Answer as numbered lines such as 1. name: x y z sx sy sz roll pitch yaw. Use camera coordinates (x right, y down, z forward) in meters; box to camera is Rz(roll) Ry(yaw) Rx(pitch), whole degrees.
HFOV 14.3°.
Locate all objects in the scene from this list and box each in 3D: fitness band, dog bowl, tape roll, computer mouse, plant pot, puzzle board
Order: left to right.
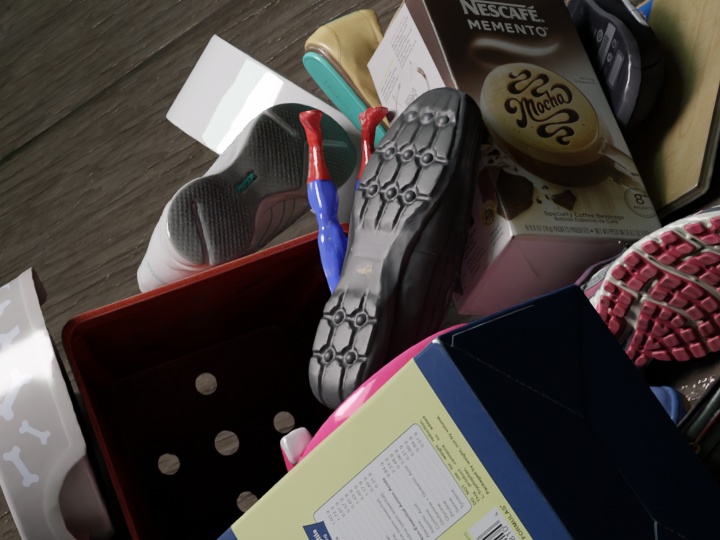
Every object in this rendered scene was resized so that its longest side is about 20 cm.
1. dog bowl: -0.194 0.102 1.765 0.058 0.201 0.200 -20 25 -4
2. plant pot: -0.075 0.104 1.838 0.199 0.201 0.176 -19 -3 -12
3. tape roll: -0.035 -0.086 2.028 0.071 0.202 0.202 -59 22 2
4. fitness band: 0.027 0.091 1.624 0.143 0.038 0.200 -30 -20 -6
5. computer mouse: 0.161 -0.169 1.821 0.200 0.046 0.141 -126 49 -62
6. puzzle board: 0.189 -0.104 1.805 0.151 0.017 0.201 -33 34 52

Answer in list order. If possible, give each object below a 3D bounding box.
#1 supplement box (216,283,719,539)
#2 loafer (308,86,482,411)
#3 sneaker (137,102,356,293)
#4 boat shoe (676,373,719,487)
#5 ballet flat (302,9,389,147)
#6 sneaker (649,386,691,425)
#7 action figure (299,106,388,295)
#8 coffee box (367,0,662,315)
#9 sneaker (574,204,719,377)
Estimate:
1. supplement box: 0.069 0.153 1.462 0.134 0.201 0.200 -18 -21 -51
2. loafer: 0.029 -0.007 1.665 0.068 0.070 0.202 10 78 42
3. sneaker: -0.079 -0.045 1.864 0.200 0.071 0.080 -37 -5 -45
4. boat shoe: 0.156 0.116 1.521 0.201 0.063 0.074 -45 5 33
5. ballet flat: 0.040 -0.086 1.910 0.063 0.201 0.069 -39 12 -20
6. sneaker: 0.101 0.123 1.622 0.200 0.088 0.076 -44 26 33
7. action figure: 0.000 0.000 1.728 0.099 0.065 0.202 154 112 -80
8. coffee box: 0.092 -0.073 1.744 0.080 0.112 0.201 -57 41 42
9. sneaker: 0.162 0.012 1.635 0.200 0.081 0.075 -37 19 43
